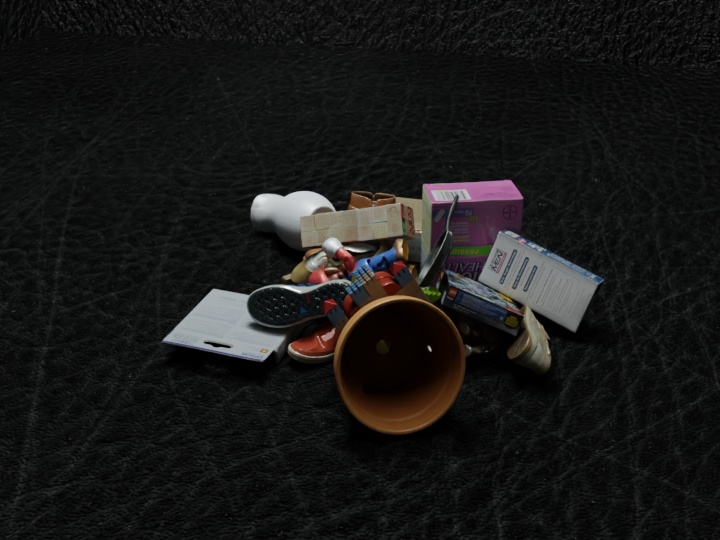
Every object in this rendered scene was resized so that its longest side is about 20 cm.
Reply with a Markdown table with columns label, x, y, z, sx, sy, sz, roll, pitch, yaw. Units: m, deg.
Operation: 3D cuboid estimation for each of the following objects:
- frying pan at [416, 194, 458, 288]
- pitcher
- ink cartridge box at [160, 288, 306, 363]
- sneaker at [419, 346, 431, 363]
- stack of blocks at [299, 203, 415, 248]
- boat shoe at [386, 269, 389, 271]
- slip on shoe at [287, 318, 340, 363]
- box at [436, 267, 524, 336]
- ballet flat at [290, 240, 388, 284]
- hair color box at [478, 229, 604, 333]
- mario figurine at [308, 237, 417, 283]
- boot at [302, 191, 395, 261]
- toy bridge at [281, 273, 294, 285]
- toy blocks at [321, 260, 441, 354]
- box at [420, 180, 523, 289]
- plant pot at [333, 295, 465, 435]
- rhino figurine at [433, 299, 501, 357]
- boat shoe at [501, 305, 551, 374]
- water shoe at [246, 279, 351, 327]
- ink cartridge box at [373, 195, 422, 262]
| label | x | y | z | sx | sy | sz | roll | pitch | yaw |
| --- | --- | --- | --- | --- | --- | --- | --- | --- | --- |
| frying pan | 0.136 | -0.039 | 1.649 | 0.031 | 0.116 | 0.191 | 29 | 38 | -2 |
| pitcher | -0.115 | -0.108 | 2.007 | 0.169 | 0.124 | 0.198 | 0 | 10 | -37 |
| ink cartridge box | -0.214 | 0.107 | 1.639 | 0.195 | 0.041 | 0.200 | 9 | 28 | 18 |
| sneaker | 0.079 | 0.104 | 1.607 | 0.089 | 0.077 | 0.199 | -16 | 28 | -30 |
| stack of blocks | -0.004 | -0.081 | 1.781 | 0.195 | 0.060 | 0.115 | -6 | -3 | 15 |
| boat shoe | 0.045 | 0.020 | 1.780 | 0.070 | 0.071 | 0.200 | -15 | 32 | -34 |
| slip on shoe | -0.043 | 0.104 | 1.623 | 0.197 | 0.062 | 0.074 | -21 | 35 | -34 |
| box | 0.203 | 0.051 | 1.637 | 0.135 | 0.041 | 0.200 | 23 | 8 | -2 |
| ballet flat | -0.041 | -0.021 | 1.761 | 0.195 | 0.064 | 0.070 | -10 | 45 | 7 |
| hair color box | 0.320 | 0.017 | 1.683 | 0.198 | 0.102 | 0.060 | 29 | 18 | 18 |
| mario figurine | 0.000 | 0.000 | 1.695 | 0.196 | 0.126 | 0.106 | -14 | -14 | 17 |
| boot | -0.019 | -0.079 | 1.881 | 0.195 | 0.158 | 0.074 | -2 | 24 | -5 |
| toy bridge | -0.066 | 0.050 | 1.769 | 0.066 | 0.028 | 0.199 | -19 | 33 | -34 |
| toy blocks | 0.025 | 0.055 | 1.535 | 0.199 | 0.138 | 0.100 | -38 | 27 | -3 |
| box | 0.205 | -0.055 | 1.780 | 0.172 | 0.204 | 0.097 | -3 | 26 | -6 |
| plant pot | 0.048 | 0.130 | 1.441 | 0.195 | 0.205 | 0.140 | -5 | 10 | -10 |
| rhino figurine | 0.170 | 0.092 | 1.641 | 0.086 | 0.061 | 0.200 | 7 | 18 | -32 |
| boat shoe | 0.284 | 0.119 | 1.593 | 0.065 | 0.073 | 0.200 | 37 | 14 | -6 |
| water shoe | -0.096 | 0.059 | 1.624 | 0.195 | 0.073 | 0.079 | -5 | -4 | 12 |
| ink cartridge box | 0.098 | -0.088 | 1.991 | 0.195 | 0.077 | 0.165 | 8 | 29 | 14 |
